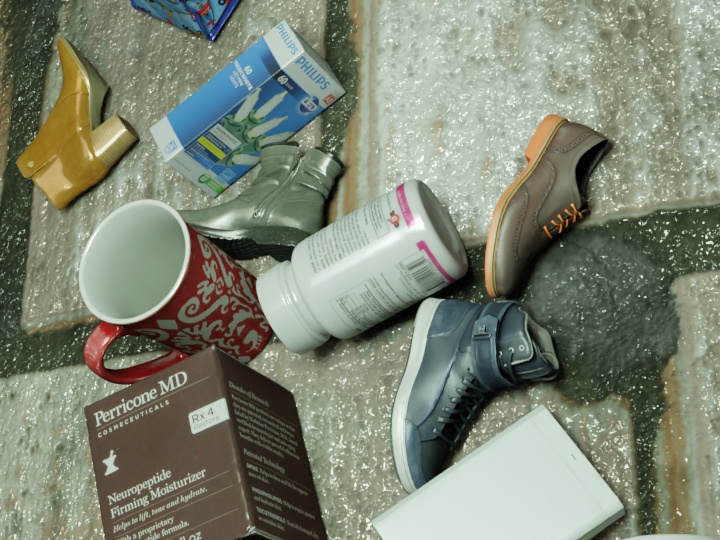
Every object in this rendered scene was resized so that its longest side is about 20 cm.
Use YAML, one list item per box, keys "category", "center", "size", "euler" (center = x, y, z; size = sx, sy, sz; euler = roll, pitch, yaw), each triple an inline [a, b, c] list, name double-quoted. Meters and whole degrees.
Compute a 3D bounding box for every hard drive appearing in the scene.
- category: "hard drive"
  center: [0.127, 0.231, 1.347]
  size: [0.200, 0.026, 0.132]
  euler: [-33, 56, -6]

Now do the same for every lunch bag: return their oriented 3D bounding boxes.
- category: "lunch bag"
  center: [-0.194, -0.404, 1.781]
  size: [0.150, 0.094, 0.200]
  euler: [27, 75, 36]

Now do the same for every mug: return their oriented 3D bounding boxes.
- category: "mug"
  center: [-0.201, 0.034, 1.530]
  size: [0.177, 0.200, 0.134]
  euler: [-32, 59, 14]

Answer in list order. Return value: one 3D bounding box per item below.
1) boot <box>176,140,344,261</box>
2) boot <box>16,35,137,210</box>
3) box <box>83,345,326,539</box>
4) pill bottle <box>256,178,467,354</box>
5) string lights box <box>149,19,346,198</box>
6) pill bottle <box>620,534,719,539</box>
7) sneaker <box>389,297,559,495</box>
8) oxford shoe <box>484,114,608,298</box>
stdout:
- category: "boot"
  center: [-0.119, -0.081, 1.622]
  size: [0.199, 0.068, 0.131]
  euler: [6, 68, 22]
- category: "boot"
  center: [-0.373, -0.183, 1.786]
  size: [0.144, 0.071, 0.202]
  euler: [-37, 62, 7]
- category: "box"
  center: [-0.154, 0.216, 1.452]
  size: [0.165, 0.164, 0.201]
  euler: [-26, 60, 17]
- category: "pill bottle"
  center: [0.000, 0.000, 1.488]
  size: [0.199, 0.113, 0.114]
  euler: [-29, 59, 15]
- category: "string lights box"
  center: [-0.128, -0.181, 1.636]
  size: [0.200, 0.103, 0.059]
  euler: [-37, 56, 11]
- category: "pill bottle"
  center: [0.263, 0.330, 1.213]
  size: [0.112, 0.112, 0.201]
  euler: [-10, 65, 24]
- category: "sneaker"
  center: [0.112, 0.122, 1.400]
  size: [0.146, 0.077, 0.203]
  euler: [0, 69, 31]
- category: "oxford shoe"
  center: [0.183, -0.060, 1.442]
  size: [0.072, 0.071, 0.201]
  euler: [19, 80, 28]
